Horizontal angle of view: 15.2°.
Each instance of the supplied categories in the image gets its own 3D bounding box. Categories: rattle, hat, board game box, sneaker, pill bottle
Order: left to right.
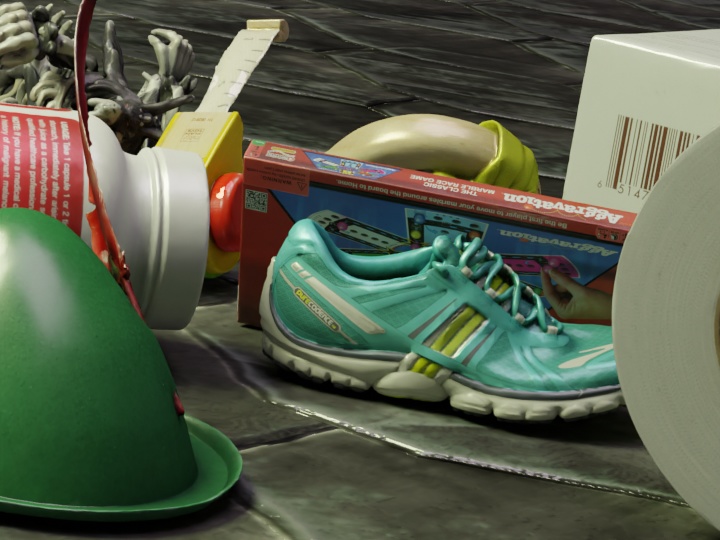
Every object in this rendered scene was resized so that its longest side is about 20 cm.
[{"bbox_3d":[-0.176,-0.023,1.243,0.199,0.113,0.112,5,13,-16],"label":"pill bottle"},{"bbox_3d":[-0.126,-0.014,1.089,0.165,0.177,0.200,-2,17,-40],"label":"hat"},{"bbox_3d":[0.000,0.000,1.459,0.199,0.143,0.130,-4,-21,7],"label":"rattle"},{"bbox_3d":[0.038,0.001,1.322,0.199,0.103,0.019,11,38,9],"label":"board game box"},{"bbox_3d":[0.052,0.024,1.276,0.199,0.080,0.078,10,13,0],"label":"sneaker"}]

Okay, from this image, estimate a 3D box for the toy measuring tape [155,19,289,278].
[{"bbox_3d":[-0.077,-0.054,1.453,0.073,0.074,0.200,12,44,14],"label":"toy measuring tape"}]

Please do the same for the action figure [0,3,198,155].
[{"bbox_3d":[-0.166,-0.109,1.655,0.119,0.102,0.200,14,6,-40],"label":"action figure"}]

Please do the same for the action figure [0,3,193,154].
[{"bbox_3d":[-0.191,-0.080,1.459,0.199,0.119,0.102,-1,-2,-2],"label":"action figure"}]

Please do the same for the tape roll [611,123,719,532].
[{"bbox_3d":[0.208,0.023,1.118,0.200,0.201,0.066,16,15,28],"label":"tape roll"}]

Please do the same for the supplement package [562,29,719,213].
[{"bbox_3d":[0.208,-0.061,1.442,0.117,0.118,0.200,17,14,31],"label":"supplement package"}]
